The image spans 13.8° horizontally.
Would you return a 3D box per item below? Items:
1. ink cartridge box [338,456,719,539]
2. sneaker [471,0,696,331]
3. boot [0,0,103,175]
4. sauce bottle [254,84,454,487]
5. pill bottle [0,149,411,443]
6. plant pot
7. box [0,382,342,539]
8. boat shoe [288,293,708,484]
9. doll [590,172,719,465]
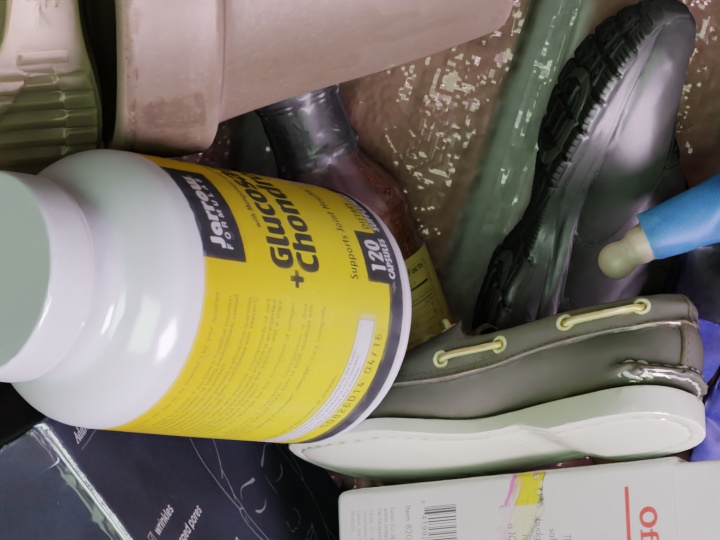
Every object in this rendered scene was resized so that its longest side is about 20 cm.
[{"bbox_3d":[0.095,0.145,1.266,0.200,0.067,0.117,-7,77,25],"label":"ink cartridge box"},{"bbox_3d":[0.116,-0.027,1.316,0.091,0.076,0.200,16,117,-8],"label":"sneaker"},{"bbox_3d":[-0.157,-0.111,1.272,0.072,0.166,0.200,3,113,-19],"label":"boot"},{"bbox_3d":[0.000,0.000,1.337,0.066,0.066,0.200,-18,103,13],"label":"sauce bottle"},{"bbox_3d":[-0.080,0.011,1.206,0.112,0.200,0.112,-6,81,40],"label":"pill bottle"},{"bbox_3d":[-0.027,-0.149,1.236,0.174,0.200,0.200,-4,109,-9],"label":"plant pot"},{"bbox_3d":[-0.100,0.129,1.317,0.124,0.200,0.197,-30,102,21],"label":"box"},{"bbox_3d":[0.058,0.052,1.268,0.202,0.072,0.060,-10,66,35],"label":"boat shoe"},{"bbox_3d":[0.163,0.009,1.280,0.136,0.048,0.200,14,118,-18],"label":"doll"}]
